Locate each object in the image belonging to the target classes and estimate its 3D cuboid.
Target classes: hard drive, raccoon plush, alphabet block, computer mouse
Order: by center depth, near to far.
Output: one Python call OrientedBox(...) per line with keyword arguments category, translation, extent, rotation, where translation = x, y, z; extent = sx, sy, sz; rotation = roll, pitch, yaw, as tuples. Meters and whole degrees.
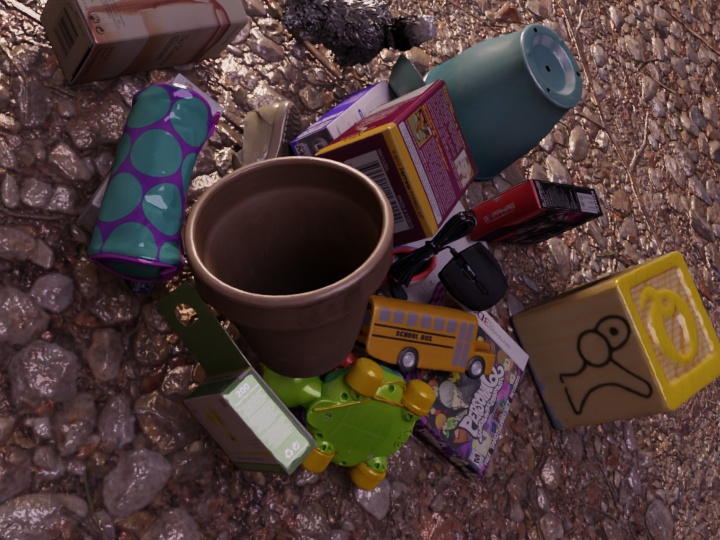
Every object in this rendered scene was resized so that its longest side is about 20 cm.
OrientedBox(category="computer mouse", translation=(0.117, 0.022, 0.931), extent=(0.046, 0.140, 0.200), rotation=(57, 4, 38))
OrientedBox(category="raccoon plush", translation=(-0.011, -0.350, 0.992), extent=(0.133, 0.199, 0.098), rotation=(15, 75, -47))
OrientedBox(category="hard drive", translation=(0.092, -0.034, 1.052), extent=(0.200, 0.026, 0.132), rotation=(-39, 98, -39))
OrientedBox(category="alphabet block", translation=(0.383, 0.106, 1.107), extent=(0.196, 0.200, 0.197), rotation=(-20, 86, -40))

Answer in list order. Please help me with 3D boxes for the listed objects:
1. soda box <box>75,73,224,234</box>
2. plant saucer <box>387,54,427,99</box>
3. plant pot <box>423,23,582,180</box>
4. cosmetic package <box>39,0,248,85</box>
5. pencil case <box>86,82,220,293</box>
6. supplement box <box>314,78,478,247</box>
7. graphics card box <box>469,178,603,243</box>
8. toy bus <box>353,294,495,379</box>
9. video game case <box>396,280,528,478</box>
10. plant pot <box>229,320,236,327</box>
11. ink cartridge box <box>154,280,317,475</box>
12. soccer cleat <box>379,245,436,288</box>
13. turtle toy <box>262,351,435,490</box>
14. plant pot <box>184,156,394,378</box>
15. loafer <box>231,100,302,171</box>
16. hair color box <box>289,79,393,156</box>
OrientedBox(category="soda box", translation=(-0.228, -0.119, 0.821), extent=(0.068, 0.064, 0.201), rotation=(35, 57, -22))
OrientedBox(category="plant saucer", translation=(0.084, -0.199, 1.034), extent=(0.036, 0.200, 0.201), rotation=(-27, 90, 1))
OrientedBox(category="plant pot", translation=(0.221, -0.267, 1.125), extent=(0.199, 0.188, 0.202), rotation=(15, 63, -33))
OrientedBox(category="cosmetic package", translation=(-0.243, -0.286, 0.847), extent=(0.199, 0.103, 0.088), rotation=(-26, 92, -38))
OrientedBox(category="pencil case", translation=(-0.201, -0.085, 0.734), extent=(0.092, 0.085, 0.202), rotation=(13, 66, -15))
OrientedBox(category="supplement box", translation=(0.050, -0.125, 0.870), extent=(0.132, 0.103, 0.200), rotation=(65, 33, -16))
OrientedBox(category="graphics card box", translation=(0.262, -0.085, 1.115), extent=(0.199, 0.125, 0.051), rotation=(-2, 71, -48))
OrientedBox(category="toy bus", translation=(0.074, 0.080, 0.892), extent=(0.199, 0.065, 0.079), rotation=(11, 91, -33))
OrientedBox(category="video game case", translation=(0.135, 0.143, 0.999), extent=(0.181, 0.036, 0.201), rotation=(44, 56, -22))
OrientedBox(category="plant pot", translation=(-0.074, -0.006, 0.852), extent=(0.198, 0.027, 0.202), rotation=(-4, 102, -18))
OrientedBox(category="ink cartridge box", translation=(-0.144, 0.114, 0.744), extent=(0.048, 0.145, 0.200), rotation=(-43, 101, -29))
OrientedBox(category="soccer cleat", translation=(0.000, 0.000, 0.923), extent=(0.198, 0.076, 0.067), rotation=(-6, 81, -26))
OrientedBox(category="turtle toy", translation=(-0.020, 0.151, 0.844), extent=(0.199, 0.101, 0.146), rotation=(27, 104, -27))
OrientedBox(category="plant pot", translation=(-0.062, 0.014, 0.746), extent=(0.198, 0.175, 0.201), rotation=(-2, 45, 2))
OrientedBox(category="loafer", translation=(-0.122, -0.107, 0.894), extent=(0.076, 0.068, 0.202), rotation=(42, 58, -66))
OrientedBox(category="hair color box", translation=(-0.004, -0.160, 0.960), extent=(0.110, 0.064, 0.200), rotation=(63, 31, -18))
